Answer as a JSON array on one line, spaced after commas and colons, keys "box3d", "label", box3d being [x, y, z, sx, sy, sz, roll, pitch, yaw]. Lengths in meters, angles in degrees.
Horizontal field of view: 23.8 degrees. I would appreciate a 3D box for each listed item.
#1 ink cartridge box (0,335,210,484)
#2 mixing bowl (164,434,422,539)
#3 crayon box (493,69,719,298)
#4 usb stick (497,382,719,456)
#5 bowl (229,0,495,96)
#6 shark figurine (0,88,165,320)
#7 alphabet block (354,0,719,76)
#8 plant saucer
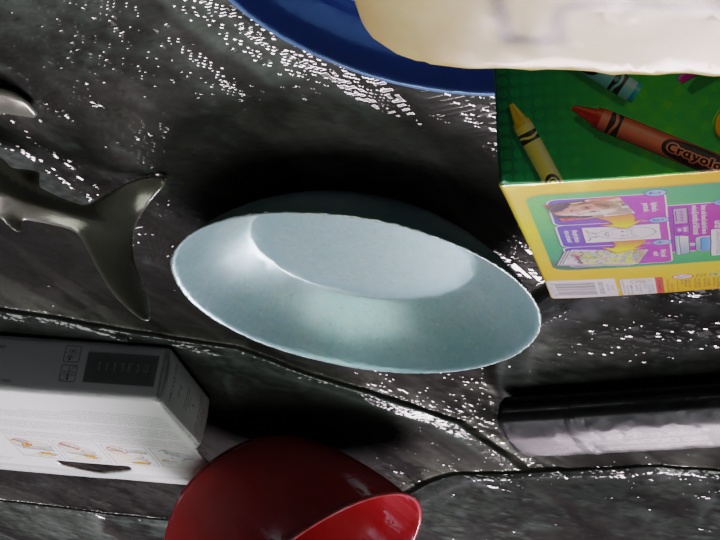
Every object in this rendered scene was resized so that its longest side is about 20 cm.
[{"box3d": [-0.204, 0.100, 1.216, 0.199, 0.044, 0.174, 3, 156, 14], "label": "ink cartridge box"}, {"box3d": [-0.065, 0.191, 1.228, 0.200, 0.108, 0.200, -30, 151, -19], "label": "mixing bowl"}, {"box3d": [0.124, -0.039, 0.689, 0.118, 0.059, 0.200, -4, 166, 11], "label": "crayon box"}, {"box3d": [0.178, 0.091, 1.056, 0.199, 0.033, 0.055, -7, 144, 34], "label": "usb stick"}, {"box3d": [0.034, -0.131, 0.615, 0.200, 0.040, 0.201, 8, 155, 4], "label": "bowl"}, {"box3d": [-0.201, -0.041, 0.853, 0.128, 0.090, 0.214, -4, 151, 31], "label": "shark figurine"}, {"box3d": [0.090, -0.167, 0.328, 0.196, 0.196, 0.200, 6, 155, 14], "label": "alphabet block"}, {"box3d": [0.000, 0.000, 0.918, 0.200, 0.039, 0.201, 9, 157, 4], "label": "plant saucer"}]
